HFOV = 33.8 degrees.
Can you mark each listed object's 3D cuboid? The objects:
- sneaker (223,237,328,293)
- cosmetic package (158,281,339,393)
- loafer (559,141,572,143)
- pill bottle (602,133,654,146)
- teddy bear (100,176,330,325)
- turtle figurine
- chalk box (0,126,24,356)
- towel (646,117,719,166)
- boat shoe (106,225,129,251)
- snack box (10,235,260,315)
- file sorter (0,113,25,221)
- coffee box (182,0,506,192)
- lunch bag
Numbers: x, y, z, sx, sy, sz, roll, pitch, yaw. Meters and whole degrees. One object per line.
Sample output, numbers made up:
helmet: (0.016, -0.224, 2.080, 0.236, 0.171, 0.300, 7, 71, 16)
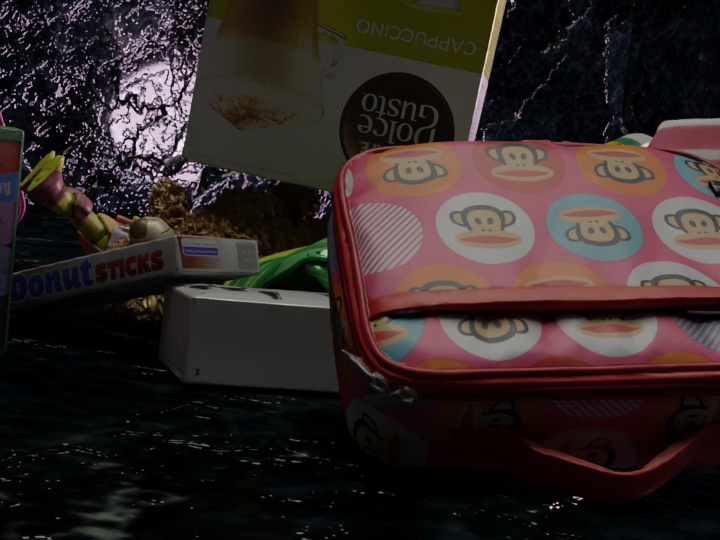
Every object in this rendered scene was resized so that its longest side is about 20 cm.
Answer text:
sneaker: (0.000, 0.000, 0.757, 0.199, 0.074, 0.084, -32, 20, 7)
cosmetic package: (-0.009, 0.040, 0.678, 0.199, 0.051, 0.082, 5, 5, -20)
loafer: (0.171, -0.010, 0.974, 0.063, 0.201, 0.072, -31, 35, -15)
pill bottle: (0.135, -0.013, 0.851, 0.199, 0.114, 0.113, -22, 11, -12)
teddy bear: (-0.097, -0.022, 0.856, 0.199, 0.067, 0.146, -4, 46, -22)
turtle figurine: (-0.226, -0.033, 1.049, 0.161, 0.064, 0.200, 44, 4, -22)
chalk box: (-0.259, -0.024, 0.631, 0.124, 0.125, 0.199, 4, 5, -37)
towel: (0.204, -0.008, 0.734, 0.030, 0.201, 0.146, 33, -11, -30)
boat shoe: (-0.115, 0.003, 0.917, 0.198, 0.067, 0.074, 8, 4, 15)
snack box: (-0.160, 0.006, 0.740, 0.199, 0.025, 0.072, -10, -6, 35)
file sorter: (-0.356, -0.083, 0.978, 0.125, 0.140, 0.200, -17, 8, -9)
coffee box: (-0.001, -0.160, 0.902, 0.198, 0.199, 0.200, 13, 8, 5)
lunch bag: (0.085, 0.022, 0.518, 0.198, 0.082, 0.177, -1, 43, -8)
